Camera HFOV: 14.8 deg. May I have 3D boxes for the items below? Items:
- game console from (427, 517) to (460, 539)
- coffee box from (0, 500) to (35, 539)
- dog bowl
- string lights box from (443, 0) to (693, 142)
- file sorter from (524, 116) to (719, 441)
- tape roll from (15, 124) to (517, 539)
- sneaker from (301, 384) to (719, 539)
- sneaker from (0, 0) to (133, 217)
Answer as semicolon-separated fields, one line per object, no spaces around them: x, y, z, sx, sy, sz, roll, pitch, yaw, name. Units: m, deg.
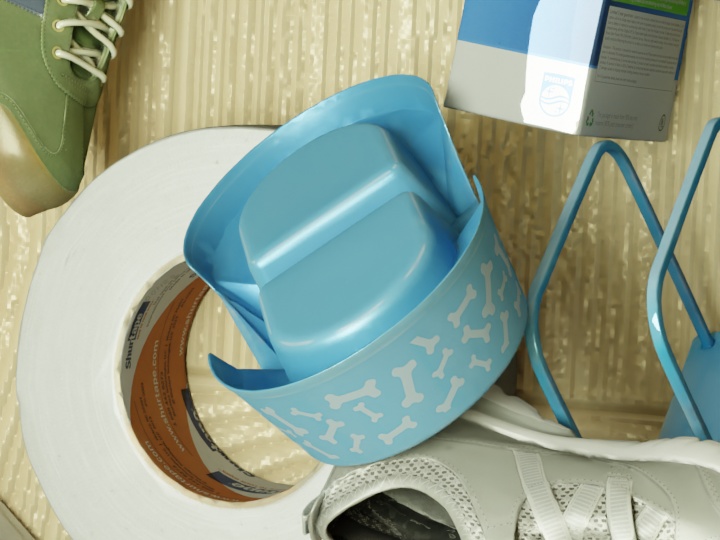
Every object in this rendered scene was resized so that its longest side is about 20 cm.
0.018;0.191;1.066;0.199;0.172;0.119;-25;61;29;game console
-0.209;0.221;1.129;0.200;0.200;0.198;46;108;13;coffee box
0.000;0.000;0.984;0.111;0.200;0.050;-34;116;6;dog bowl
0.095;-0.153;1.046;0.059;0.103;0.201;13;96;24;string lights box
0.175;0.014;0.964;0.199;0.139;0.123;-11;123;29;file sorter
-0.040;0.041;1.128;0.199;0.066;0.202;0;91;21;tape roll
0.072;0.098;0.924;0.199;0.082;0.075;15;133;32;sneaker
-0.122;-0.128;1.135;0.089;0.067;0.201;-20;65;19;sneaker
